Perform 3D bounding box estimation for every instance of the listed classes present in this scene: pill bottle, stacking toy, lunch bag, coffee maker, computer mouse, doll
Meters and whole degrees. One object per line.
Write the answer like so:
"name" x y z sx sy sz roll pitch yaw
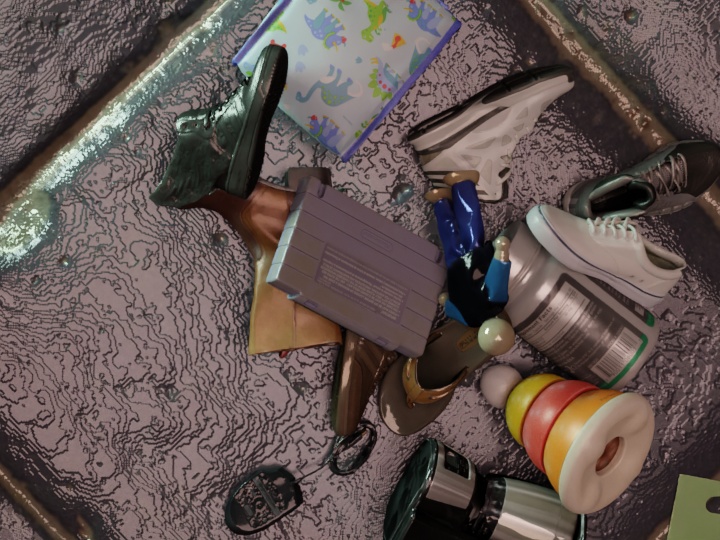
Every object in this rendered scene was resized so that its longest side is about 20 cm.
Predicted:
"pill bottle" 0.225 0.041 1.728 0.199 0.113 0.113 38 88 -7
"stacking toy" 0.212 0.161 1.714 0.145 0.200 0.147 -26 133 -32
"lunch bag" -0.014 -0.247 1.676 0.170 0.127 0.200 40 97 -7
"coffee maker" 0.126 0.305 1.719 0.198 0.135 0.194 21 91 -7
"computer mouse" -0.066 0.233 1.747 0.199 0.034 0.059 -30 80 -10
"doll" 0.122 -0.005 1.653 0.048 0.136 0.202 0 66 -31

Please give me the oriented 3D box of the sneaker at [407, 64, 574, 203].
"sneaker" 0.163 -0.146 1.739 0.199 0.076 0.116 -26 105 3

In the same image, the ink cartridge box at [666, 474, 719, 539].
"ink cartridge box" 0.423 0.352 1.804 0.144 0.048 0.202 11 94 -7

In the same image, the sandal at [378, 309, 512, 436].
"sandal" 0.087 0.111 1.712 0.200 0.055 0.082 -41 88 27

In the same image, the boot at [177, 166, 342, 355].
"boot" -0.117 -0.008 1.692 0.186 0.068 0.202 -1 85 -8

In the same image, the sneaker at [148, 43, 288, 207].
"sneaker" -0.148 -0.151 1.619 0.103 0.060 0.201 20 110 11

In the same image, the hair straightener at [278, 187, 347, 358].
"hair straightener" -0.072 -0.007 1.723 0.077 0.041 0.201 28 89 -8

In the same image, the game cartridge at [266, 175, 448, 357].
"game cartridge" 0.000 0.000 1.671 0.199 0.038 0.131 29 73 -26

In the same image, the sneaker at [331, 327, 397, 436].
"sneaker" 0.015 0.089 1.725 0.075 0.070 0.202 8 92 -7

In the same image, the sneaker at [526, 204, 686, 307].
"sneaker" 0.270 -0.032 1.688 0.199 0.073 0.071 25 122 -28

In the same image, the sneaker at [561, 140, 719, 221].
"sneaker" 0.331 -0.091 1.732 0.199 0.115 0.076 -22 94 -5
